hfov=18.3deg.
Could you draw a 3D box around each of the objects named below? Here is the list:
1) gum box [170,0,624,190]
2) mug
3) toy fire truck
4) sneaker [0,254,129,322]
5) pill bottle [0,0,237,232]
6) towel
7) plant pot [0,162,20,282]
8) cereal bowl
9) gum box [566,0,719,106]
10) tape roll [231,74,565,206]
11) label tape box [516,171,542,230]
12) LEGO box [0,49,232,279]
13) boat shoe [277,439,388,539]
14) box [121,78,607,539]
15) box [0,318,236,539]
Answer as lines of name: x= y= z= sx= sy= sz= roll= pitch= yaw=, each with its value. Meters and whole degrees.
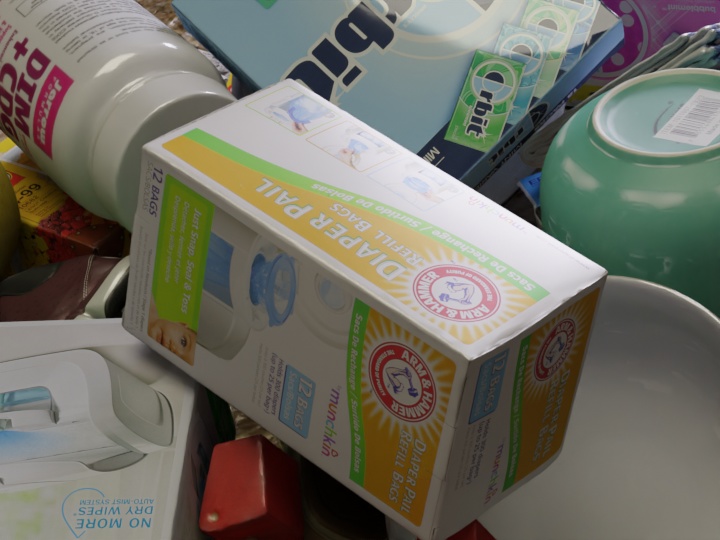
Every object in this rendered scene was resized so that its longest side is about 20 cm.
gum box: x=0.021 y=-0.141 z=1.280 sx=0.170 sy=0.045 sz=0.200 roll=-44 pitch=74 yaw=-4
mug: x=0.165 y=-0.042 z=1.166 sx=0.151 sy=0.115 sz=0.185 roll=-15 pitch=34 yaw=-4
toy fire truck: x=-0.001 y=0.170 z=1.022 sx=0.141 sy=0.049 sz=0.201 roll=-10 pitch=64 yaw=18
sneaker: x=-0.192 y=0.068 z=1.261 sx=0.115 sy=0.076 sz=0.200 roll=11 pitch=53 yaw=44
pill bottle: x=-0.145 y=-0.097 z=1.311 sx=0.113 sy=0.114 sz=0.200 roll=-27 pitch=37 yaw=-20
towel: x=0.195 y=-0.107 z=1.318 sx=0.147 sy=0.024 sz=0.200 roll=-33 pitch=-11 yaw=35
plant pot: x=-0.286 y=-0.020 z=1.317 sx=0.200 sy=0.201 sz=0.142 roll=19 pitch=40 yaw=37
cereal bowl: x=0.116 y=0.108 z=1.076 sx=0.199 sy=0.083 sz=0.201 roll=-9 pitch=66 yaw=20
gum box: x=0.167 y=-0.168 z=1.456 sx=0.199 sy=0.114 sz=0.066 roll=7 pitch=38 yaw=25
tape roll: x=0.023 y=-0.115 z=1.357 sx=0.200 sy=0.201 sz=0.066 roll=-19 pitch=-5 yaw=-10
label tape box: x=0.186 y=0.000 z=1.260 sx=0.143 sy=0.066 sz=0.200 roll=-16 pitch=32 yaw=-6
LEGO box: x=-0.140 y=-0.056 z=1.421 sx=0.149 sy=0.077 sz=0.200 roll=19 pitch=45 yaw=36
boat shoe: x=-0.009 y=0.095 z=1.179 sx=0.074 sy=0.066 sz=0.200 roll=27 pitch=28 yaw=-9
box: x=-0.001 y=0.015 z=1.028 sx=0.200 sy=0.113 sz=0.101 roll=33 pitch=42 yaw=27
box: x=-0.172 y=0.120 z=1.082 sx=0.199 sy=0.097 sz=0.177 roll=-1 pitch=45 yaw=9
